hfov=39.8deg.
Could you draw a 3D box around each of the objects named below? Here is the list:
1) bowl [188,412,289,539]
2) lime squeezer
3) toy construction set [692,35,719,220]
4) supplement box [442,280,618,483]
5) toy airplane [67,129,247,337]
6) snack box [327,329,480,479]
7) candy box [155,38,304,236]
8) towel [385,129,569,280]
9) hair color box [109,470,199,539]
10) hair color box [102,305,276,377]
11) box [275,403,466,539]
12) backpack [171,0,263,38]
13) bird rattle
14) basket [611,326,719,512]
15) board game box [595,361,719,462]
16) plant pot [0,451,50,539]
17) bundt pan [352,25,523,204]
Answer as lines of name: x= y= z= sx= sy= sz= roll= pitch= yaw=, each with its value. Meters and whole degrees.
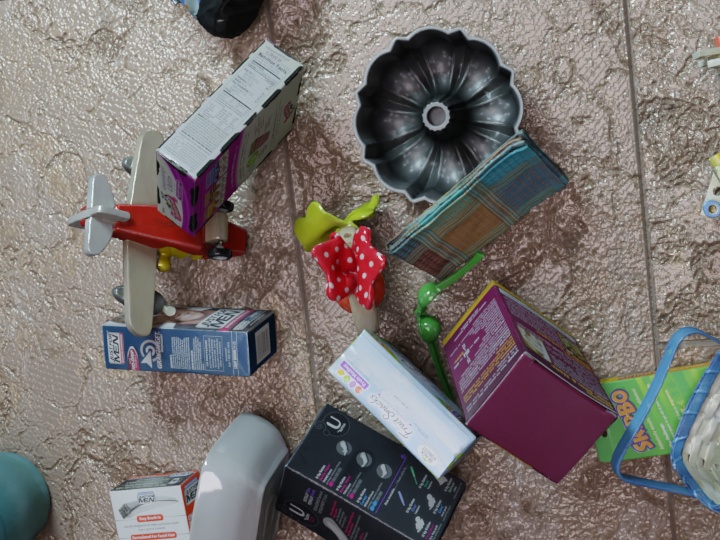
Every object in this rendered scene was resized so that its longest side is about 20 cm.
bowl: x=-0.144 y=0.291 z=1.226 sx=0.074 sy=0.200 sz=0.202 roll=10 pitch=102 yaw=8
lime squeezer: x=0.100 y=0.058 z=1.207 sx=0.070 sy=0.038 sz=0.202 roll=13 pitch=115 yaw=7
toy construction set: x=0.422 y=-0.158 z=1.072 sx=0.130 sy=0.092 sz=0.202 roll=-8 pitch=106 yaw=16
supplement box: x=0.180 y=0.117 z=1.096 sx=0.130 sy=0.200 sz=0.104 roll=34 pitch=106 yaw=-14
toy airplane: x=-0.265 y=-0.047 z=1.234 sx=0.200 sy=0.141 sz=0.200 roll=-44 pitch=98 yaw=-27
snack box: x=0.058 y=0.153 z=1.139 sx=0.169 sy=0.200 sz=0.068 roll=43 pitch=90 yaw=13
candy box: x=-0.152 y=-0.153 z=1.152 sx=0.061 sy=0.137 sz=0.200 roll=36 pitch=63 yaw=7
towel: x=0.137 y=-0.066 z=1.134 sx=0.200 sy=0.146 sz=0.022 roll=-40 pitch=59 yaw=16
hair color box: x=-0.258 y=0.380 z=1.338 sx=0.110 sy=0.064 sz=0.202 roll=-8 pitch=96 yaw=17
hair color box: x=-0.217 y=0.087 z=1.267 sx=0.198 sy=0.100 sz=0.061 roll=1 pitch=103 yaw=15
box: x=0.010 y=0.274 z=1.205 sx=0.199 sy=0.106 sz=0.123 roll=28 pitch=142 yaw=9
backpack: x=-0.193 y=-0.398 z=1.186 sx=0.200 sy=0.126 sz=0.167 roll=44 pitch=109 yaw=9
bird rattle: x=0.000 y=0.000 z=1.161 sx=0.112 sy=0.200 sz=0.164 roll=-19 pitch=122 yaw=-5
basket: x=0.381 y=0.168 z=1.058 sx=0.198 sy=0.139 sz=0.178 roll=20 pitch=104 yaw=-20
board game box: x=0.368 y=0.163 z=1.156 sx=0.198 sy=0.030 sz=0.097 roll=-12 pitch=94 yaw=14
plant pot: x=-0.524 y=0.335 z=1.340 sx=0.198 sy=0.188 sz=0.203 roll=2 pitch=98 yaw=16
bundt pan: x=0.094 y=-0.179 z=1.161 sx=0.199 sy=0.076 sz=0.204 roll=2 pitch=98 yaw=14
